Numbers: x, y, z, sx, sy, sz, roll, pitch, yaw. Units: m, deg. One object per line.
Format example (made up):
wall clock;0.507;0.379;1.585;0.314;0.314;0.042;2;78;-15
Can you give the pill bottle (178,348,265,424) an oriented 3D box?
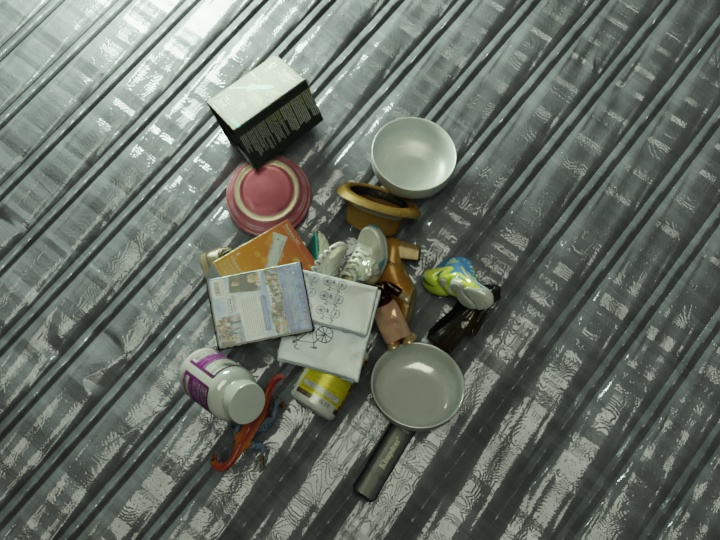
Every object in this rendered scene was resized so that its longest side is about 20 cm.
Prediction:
pill bottle;-0.280;0.239;1.551;0.199;0.112;0.113;20;71;49

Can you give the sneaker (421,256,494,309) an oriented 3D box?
sneaker;0.226;0.015;1.641;0.105;0.076;0.199;-42;39;-24

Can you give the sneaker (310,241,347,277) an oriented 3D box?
sneaker;-0.078;0.031;1.610;0.081;0.075;0.201;36;101;13

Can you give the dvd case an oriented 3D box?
dvd case;-0.203;0.072;1.537;0.197;0.018;0.145;-11;86;-4

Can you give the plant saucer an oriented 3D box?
plant saucer;-0.212;-0.177;1.744;0.198;0.051;0.203;0;75;-1

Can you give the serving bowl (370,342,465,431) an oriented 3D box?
serving bowl;0.118;0.254;1.605;0.197;0.066;0.202;1;54;-2

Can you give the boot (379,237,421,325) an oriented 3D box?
boot;0.053;0.026;1.688;0.142;0.071;0.204;6;81;14

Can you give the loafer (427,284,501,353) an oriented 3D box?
loafer;0.235;0.106;1.665;0.199;0.073;0.072;-39;108;-10

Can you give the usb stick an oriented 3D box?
usb stick;0.054;0.390;1.599;0.055;0.033;0.201;31;77;9

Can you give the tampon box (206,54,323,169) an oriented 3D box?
tampon box;-0.215;-0.362;1.731;0.199;0.127;0.150;-37;50;-9

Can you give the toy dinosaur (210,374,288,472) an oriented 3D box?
toy dinosaur;-0.240;0.323;1.564;0.104;0.202;0.182;21;43;21

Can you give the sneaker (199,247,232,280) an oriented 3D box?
sneaker;-0.290;0.039;1.673;0.075;0.070;0.202;-24;75;0

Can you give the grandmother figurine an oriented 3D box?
grandmother figurine;0.044;0.069;1.602;0.120;0.061;0.202;-23;105;-1

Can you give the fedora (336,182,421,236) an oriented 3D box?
fedora;0.034;-0.130;1.694;0.198;0.201;0.083;20;110;5

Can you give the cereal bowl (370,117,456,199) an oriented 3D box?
cereal bowl;0.119;-0.246;1.736;0.197;0.084;0.202;1;63;-2

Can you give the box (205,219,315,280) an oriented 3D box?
box;-0.212;0.002;1.634;0.199;0.097;0.125;-33;86;-28

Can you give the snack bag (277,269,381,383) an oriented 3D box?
snack bag;-0.070;0.112;1.553;0.186;0.021;0.203;14;85;7

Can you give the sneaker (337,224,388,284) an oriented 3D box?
sneaker;0.000;0.000;1.637;0.076;0.080;0.202;23;104;30

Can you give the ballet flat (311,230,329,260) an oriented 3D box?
ballet flat;-0.078;0.014;1.690;0.071;0.072;0.203;0;80;0

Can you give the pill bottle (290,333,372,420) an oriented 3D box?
pill bottle;-0.055;0.206;1.610;0.108;0.109;0.201;29;77;8
